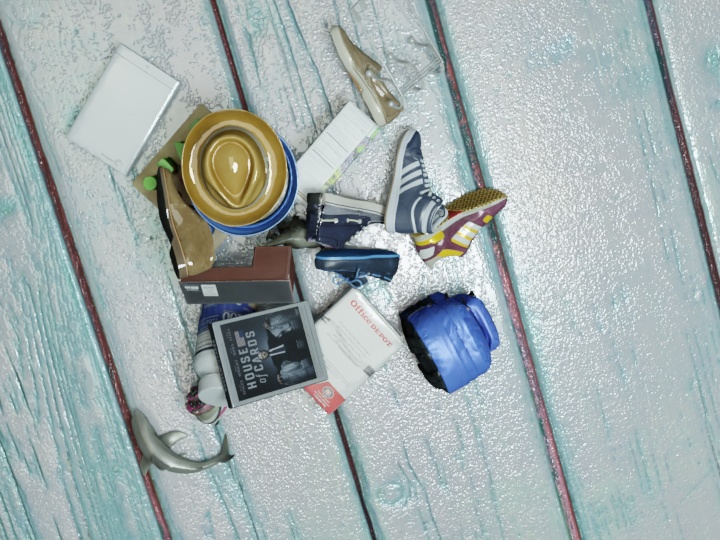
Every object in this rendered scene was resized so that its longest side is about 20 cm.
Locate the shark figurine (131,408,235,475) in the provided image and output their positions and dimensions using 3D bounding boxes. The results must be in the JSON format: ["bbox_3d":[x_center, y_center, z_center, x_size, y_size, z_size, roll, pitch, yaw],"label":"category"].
[{"bbox_3d":[-0.351,0.361,1.738,0.211,0.090,0.130,18,97,-3],"label":"shark figurine"}]

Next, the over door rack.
[{"bbox_3d":[0.062,-0.413,1.632,0.148,0.066,0.202,-44,120,-34],"label":"over door rack"}]

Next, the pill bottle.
[{"bbox_3d":[-0.245,0.137,1.655,0.109,0.112,0.203,3,59,-3],"label":"pill bottle"}]

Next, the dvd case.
[{"bbox_3d":[-0.161,0.146,1.615,0.198,0.025,0.153,-12,85,-34],"label":"dvd case"}]

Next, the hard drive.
[{"bbox_3d":[-0.438,-0.297,1.684,0.131,0.027,0.202,32,95,-6],"label":"hard drive"}]

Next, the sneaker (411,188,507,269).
[{"bbox_3d":[0.194,-0.080,1.724,0.198,0.075,0.091,-26,118,-2],"label":"sneaker"}]

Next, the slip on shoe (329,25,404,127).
[{"bbox_3d":[0.011,-0.363,1.671,0.060,0.076,0.202,-28,100,6],"label":"slip on shoe"}]

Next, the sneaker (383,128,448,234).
[{"bbox_3d":[0.114,-0.160,1.673,0.107,0.070,0.203,8,77,19],"label":"sneaker"}]

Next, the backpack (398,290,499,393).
[{"bbox_3d":[0.166,0.120,1.674,0.167,0.200,0.164,-33,96,2],"label":"backpack"}]

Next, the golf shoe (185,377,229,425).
[{"bbox_3d":[-0.244,0.206,1.741,0.200,0.072,0.092,-47,138,-7],"label":"golf shoe"}]

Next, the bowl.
[{"bbox_3d":[-0.208,-0.164,1.619,0.197,0.039,0.204,-1,102,-5],"label":"bowl"}]

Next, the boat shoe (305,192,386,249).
[{"bbox_3d":[-0.023,-0.083,1.666,0.198,0.074,0.095,8,89,-40],"label":"boat shoe"}]

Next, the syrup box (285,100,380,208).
[{"bbox_3d":[-0.058,-0.212,1.685,0.081,0.079,0.201,40,93,-7],"label":"syrup box"}]

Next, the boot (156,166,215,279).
[{"bbox_3d":[-0.310,-0.089,1.594,0.074,0.074,0.203,-14,82,-20],"label":"boot"}]

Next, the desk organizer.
[{"bbox_3d":[-0.217,0.008,1.625,0.196,0.072,0.078,-1,55,4],"label":"desk organizer"}]

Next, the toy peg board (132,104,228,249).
[{"bbox_3d":[-0.289,-0.164,1.671,0.199,0.098,0.200,42,94,-6],"label":"toy peg board"}]

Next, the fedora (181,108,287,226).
[{"bbox_3d":[-0.217,-0.172,1.554,0.197,0.082,0.204,-1,102,-5],"label":"fedora"}]

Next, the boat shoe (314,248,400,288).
[{"bbox_3d":[0.000,0.000,1.673,0.198,0.084,0.070,1,104,-37],"label":"boat shoe"}]

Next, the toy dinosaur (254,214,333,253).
[{"bbox_3d":[-0.108,-0.065,1.674,0.101,0.199,0.078,8,86,40],"label":"toy dinosaur"}]

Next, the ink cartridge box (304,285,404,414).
[{"bbox_3d":[-0.036,0.146,1.726,0.200,0.083,0.147,-42,96,3],"label":"ink cartridge box"}]
